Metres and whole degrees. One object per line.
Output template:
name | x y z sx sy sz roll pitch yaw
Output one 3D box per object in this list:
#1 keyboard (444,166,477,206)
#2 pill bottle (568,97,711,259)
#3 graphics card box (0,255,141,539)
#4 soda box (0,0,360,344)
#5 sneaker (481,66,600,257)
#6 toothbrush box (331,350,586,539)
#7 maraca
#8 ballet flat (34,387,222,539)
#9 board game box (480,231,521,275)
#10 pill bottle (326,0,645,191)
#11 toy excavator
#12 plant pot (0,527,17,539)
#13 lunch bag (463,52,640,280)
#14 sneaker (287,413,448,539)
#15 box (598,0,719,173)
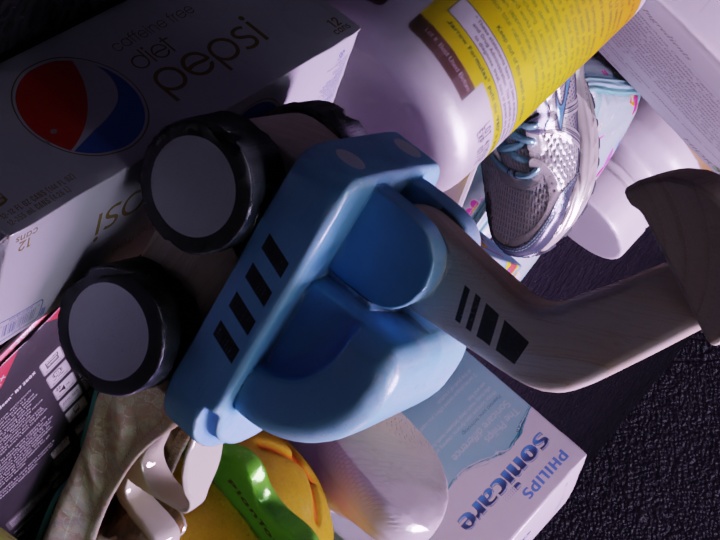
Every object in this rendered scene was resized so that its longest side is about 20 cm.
keyboard | 0.037 -0.072 0.871 0.011 0.056 0.201 85 22 -53
pill bottle | 0.227 -0.110 1.325 0.200 0.114 0.115 -47 163 -14
graphics card box | -0.143 0.048 0.775 0.126 0.051 0.200 -47 163 -16
soda box | -0.090 -0.053 0.667 0.200 0.068 0.064 -36 158 -43
sneaker | 0.087 -0.106 0.978 0.086 0.077 0.203 -9 108 -51
toothbrush box | 0.018 0.116 1.093 0.146 0.199 0.086 -44 163 -22
maraca | -0.065 0.129 0.885 0.107 0.137 0.200 -41 -179 -22
ballet flat | -0.103 0.100 0.794 0.067 0.062 0.201 -36 159 -41
board game box | 0.000 0.000 0.962 0.103 0.105 0.200 -53 163 8
pill bottle | 0.067 -0.135 0.841 0.200 0.109 0.110 -43 162 -25
toy excavator | 0.021 0.008 0.617 0.195 0.199 0.100 -57 163 21
plant pot | -0.193 0.169 0.725 0.187 0.186 0.201 -43 147 -26
lunch bag | 0.091 -0.057 1.137 0.201 0.077 0.160 -56 163 17
sneaker | -0.022 0.108 0.978 0.075 0.200 0.089 16 110 -36
box | 0.264 -0.173 1.051 0.199 0.200 0.171 -49 -164 -3
